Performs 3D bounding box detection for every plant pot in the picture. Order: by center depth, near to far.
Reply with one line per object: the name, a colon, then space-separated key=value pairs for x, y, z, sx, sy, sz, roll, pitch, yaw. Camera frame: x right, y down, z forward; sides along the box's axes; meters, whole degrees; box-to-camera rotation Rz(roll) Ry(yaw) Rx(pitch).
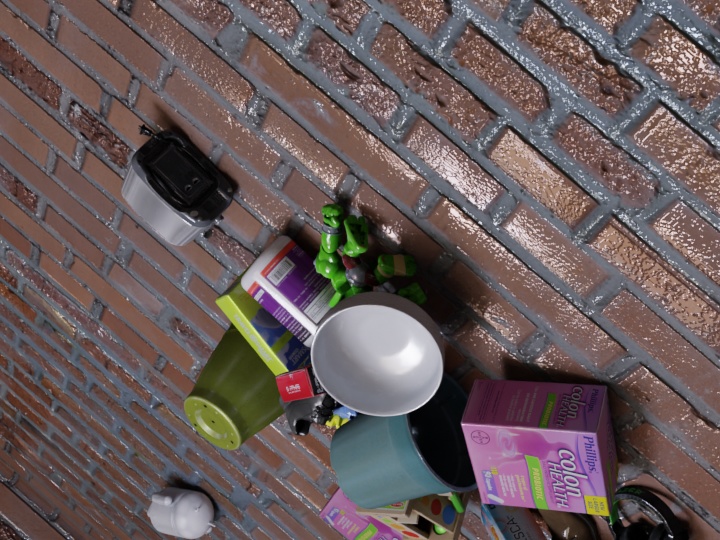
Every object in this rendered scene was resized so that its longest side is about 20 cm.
plant pot: x=0.068 y=0.284 z=1.680 sx=0.196 sy=0.200 sz=0.201 roll=-28 pitch=107 yaw=34
plant pot: x=-0.216 y=0.218 z=1.916 sx=0.199 sy=0.193 sz=0.201 roll=24 pitch=141 yaw=22

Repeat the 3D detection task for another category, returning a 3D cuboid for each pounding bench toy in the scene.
pounding bench toy: x=0.127 y=0.394 z=1.812 sx=0.156 sy=0.125 sz=0.199 roll=37 pitch=149 yaw=-31

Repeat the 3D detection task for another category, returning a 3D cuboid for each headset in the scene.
headset: x=0.463 y=0.422 z=1.629 sx=0.123 sy=0.094 sz=0.201 roll=-19 pitch=98 yaw=54

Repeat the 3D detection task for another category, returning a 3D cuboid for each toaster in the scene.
toaster: x=-0.312 y=-0.134 z=1.716 sx=0.200 sy=0.114 sz=0.129 roll=43 pitch=146 yaw=-4

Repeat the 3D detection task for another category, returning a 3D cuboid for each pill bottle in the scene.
pill bottle: x=-0.089 y=0.046 z=1.695 sx=0.200 sy=0.113 sz=0.112 roll=43 pitch=144 yaw=-1

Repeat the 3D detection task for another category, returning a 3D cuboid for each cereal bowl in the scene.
cereal bowl: x=0.029 y=0.112 z=1.538 sx=0.199 sy=0.083 sz=0.201 roll=5 pitch=122 yaw=7

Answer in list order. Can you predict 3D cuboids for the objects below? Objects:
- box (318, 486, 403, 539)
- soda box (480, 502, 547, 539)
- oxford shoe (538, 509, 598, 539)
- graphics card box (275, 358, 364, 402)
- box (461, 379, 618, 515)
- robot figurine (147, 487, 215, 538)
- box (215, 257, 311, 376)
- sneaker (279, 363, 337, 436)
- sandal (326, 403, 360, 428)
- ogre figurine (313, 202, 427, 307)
box: x=0.043 y=0.469 z=2.016 sx=0.200 sy=0.097 sz=0.176 roll=37 pitch=143 yaw=5
soda box: x=0.273 y=0.464 z=1.743 sx=0.200 sy=0.068 sz=0.064 roll=-121 pitch=19 yaw=-44
oxford shoe: x=0.349 y=0.455 z=1.736 sx=0.072 sy=0.084 sz=0.200 roll=-17 pitch=113 yaw=51
graphics card box: x=-0.020 y=0.159 z=1.664 sx=0.125 sy=0.199 sz=0.051 roll=-24 pitch=81 yaw=61
box: x=0.270 y=0.262 z=1.553 sx=0.199 sy=0.097 sz=0.177 roll=0 pitch=128 yaw=23
robot figurine: x=-0.436 y=0.594 z=2.561 sx=0.199 sy=0.113 sz=0.170 roll=-4 pitch=144 yaw=44
box: x=-0.141 y=0.087 z=1.774 sx=0.048 sy=0.122 sz=0.200 roll=-20 pitch=113 yaw=49
sneaker: x=-0.064 y=0.216 z=1.817 sx=0.076 sy=0.091 sz=0.200 roll=10 pitch=136 yaw=-34
sandal: x=0.025 y=0.250 z=1.834 sx=0.199 sy=0.079 sz=0.088 roll=15 pitch=99 yaw=16
ogre figurine: x=0.000 y=0.000 z=1.584 sx=0.199 sy=0.098 sz=0.120 roll=32 pitch=133 yaw=-7
